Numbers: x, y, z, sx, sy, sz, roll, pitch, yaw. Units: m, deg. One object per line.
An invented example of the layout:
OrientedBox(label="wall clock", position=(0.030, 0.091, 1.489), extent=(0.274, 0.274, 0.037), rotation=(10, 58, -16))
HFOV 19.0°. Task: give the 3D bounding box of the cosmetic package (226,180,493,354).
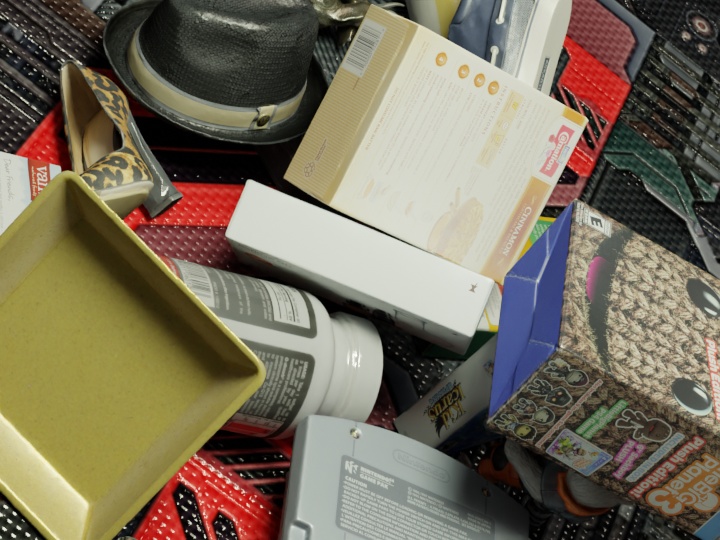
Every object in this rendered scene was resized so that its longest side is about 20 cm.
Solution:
OrientedBox(label="cosmetic package", position=(0.000, 0.000, 1.657), extent=(0.199, 0.151, 0.052), rotation=(22, 82, 4))

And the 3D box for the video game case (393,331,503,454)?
OrientedBox(label="video game case", position=(0.152, 0.077, 1.720), extent=(0.199, 0.181, 0.046), rotation=(-13, 67, -42))

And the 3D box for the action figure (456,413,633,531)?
OrientedBox(label="action figure", position=(0.178, 0.156, 1.651), extent=(0.199, 0.193, 0.105), rotation=(4, 87, -11))

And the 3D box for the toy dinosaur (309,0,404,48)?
OrientedBox(label="toy dinosaur", position=(-0.061, -0.261, 1.922), extent=(0.200, 0.077, 0.102), rotation=(41, 15, 11))

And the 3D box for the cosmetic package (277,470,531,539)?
OrientedBox(label="cosmetic package", position=(0.032, 0.237, 1.600), extent=(0.199, 0.052, 0.151), rotation=(25, 48, -20))

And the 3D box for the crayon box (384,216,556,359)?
OrientedBox(label="crayon box", position=(0.127, 0.014, 1.848), extent=(0.199, 0.052, 0.126), rotation=(5, 54, -33))

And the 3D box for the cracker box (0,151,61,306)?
OrientedBox(label="cracker box", position=(-0.312, -0.029, 1.545), extent=(0.199, 0.058, 0.135), rotation=(13, 50, -28))

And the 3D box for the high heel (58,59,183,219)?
OrientedBox(label="high heel", position=(-0.214, -0.100, 1.632), extent=(0.143, 0.071, 0.200), rotation=(54, 13, 5))

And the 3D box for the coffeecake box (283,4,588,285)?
OrientedBox(label="coffeecake box", position=(0.062, -0.096, 1.701), extent=(0.199, 0.154, 0.073), rotation=(24, 5, -39))

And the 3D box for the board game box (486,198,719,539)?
OrientedBox(label="board game box", position=(0.204, 0.072, 1.548), extent=(0.199, 0.097, 0.160), rotation=(28, 41, -15))

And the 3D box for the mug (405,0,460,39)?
OrientedBox(label="mug", position=(0.109, -0.239, 1.958), extent=(0.148, 0.187, 0.154), rotation=(-4, 62, 4))

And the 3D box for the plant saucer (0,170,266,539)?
OrientedBox(label="plant saucer", position=(-0.193, 0.065, 1.488), extent=(0.200, 0.200, 0.048), rotation=(45, 12, 1))

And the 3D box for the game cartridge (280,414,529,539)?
OrientedBox(label="game cartridge", position=(0.034, 0.186, 1.578), extent=(0.199, 0.040, 0.134), rotation=(26, 48, -19))

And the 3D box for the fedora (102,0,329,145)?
OrientedBox(label="fedora", position=(-0.105, -0.191, 1.748), extent=(0.199, 0.092, 0.201), rotation=(18, 38, -15))

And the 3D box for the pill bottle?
OrientedBox(label="pill bottle", position=(-0.090, 0.062, 1.597), extent=(0.199, 0.116, 0.116), rotation=(14, 49, -28))

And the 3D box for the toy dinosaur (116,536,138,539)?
OrientedBox(label="toy dinosaur", position=(-0.158, 0.232, 1.436), extent=(0.199, 0.102, 0.136), rotation=(6, 44, -27))

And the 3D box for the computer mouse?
OrientedBox(label="computer mouse", position=(-0.061, -0.128, 1.818), extent=(0.200, 0.053, 0.138), rotation=(51, 42, 8))

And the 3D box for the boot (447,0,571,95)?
OrientedBox(label="boot", position=(0.113, -0.158, 1.859), extent=(0.090, 0.201, 0.073), rotation=(18, 1, 21))
